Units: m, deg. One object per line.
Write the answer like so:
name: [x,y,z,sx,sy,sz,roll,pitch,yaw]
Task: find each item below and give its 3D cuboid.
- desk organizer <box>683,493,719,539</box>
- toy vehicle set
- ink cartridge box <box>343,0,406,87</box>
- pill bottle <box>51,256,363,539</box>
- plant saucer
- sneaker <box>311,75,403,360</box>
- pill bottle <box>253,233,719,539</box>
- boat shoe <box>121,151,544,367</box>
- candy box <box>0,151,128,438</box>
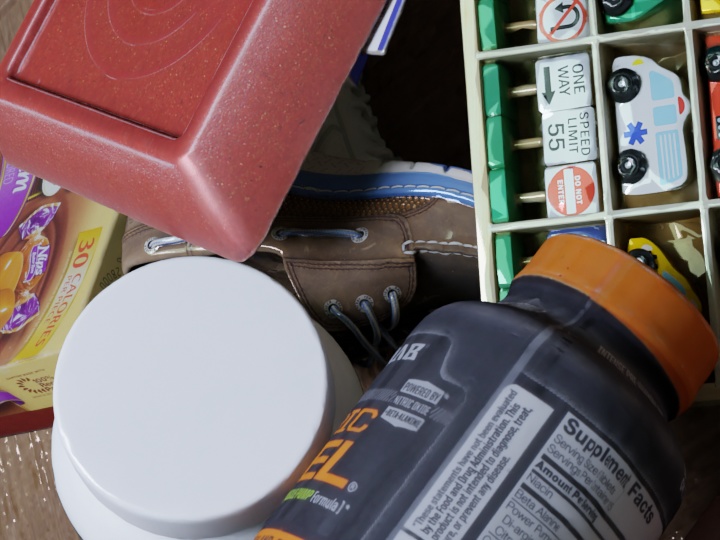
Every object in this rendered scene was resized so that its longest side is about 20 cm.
desk organizer: [0.184,0.133,0.704,0.200,0.077,0.072,8,128,35]
toy vehicle set: [0.101,-0.050,0.815,0.124,0.027,0.200,-7,81,22]
ink cartridge box: [-0.030,-0.123,0.923,0.200,0.037,0.095,6,71,51]
pill bottle: [-0.052,0.073,0.856,0.200,0.116,0.117,81,174,-69]
plant saucer: [-0.063,-0.119,0.903,0.200,0.037,0.200,22,83,51]
sneaker: [-0.016,-0.052,0.979,0.081,0.075,0.200,-2,79,25]
pill bottle: [0.033,0.083,0.734,0.106,0.106,0.200,16,61,50]
boat shoe: [0.000,0.000,0.891,0.200,0.072,0.072,11,66,23]
candy box: [-0.122,-0.027,1.029,0.117,0.056,0.200,-13,51,40]
